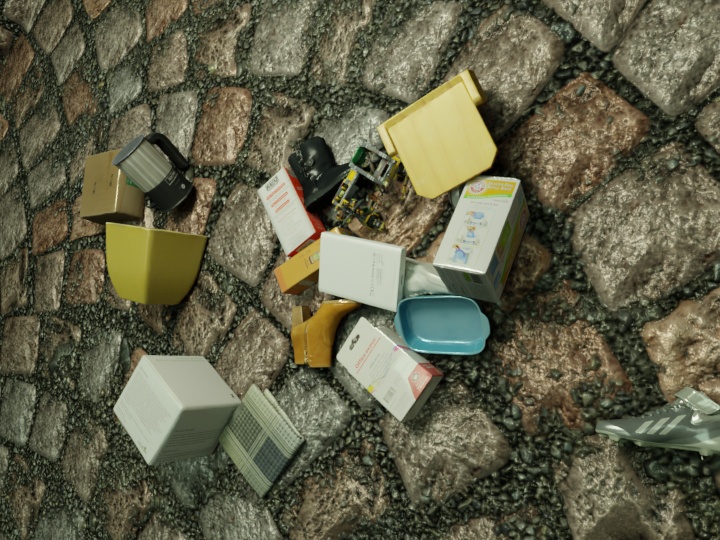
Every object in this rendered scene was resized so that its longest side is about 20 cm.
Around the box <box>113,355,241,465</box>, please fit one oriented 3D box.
[{"bbox_3d":[-0.445,0.333,1.368,0.200,0.199,0.172,40,103,31],"label":"box"}]

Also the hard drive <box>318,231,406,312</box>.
[{"bbox_3d":[0.000,0.000,1.171,0.199,0.027,0.133,13,108,31],"label":"hard drive"}]

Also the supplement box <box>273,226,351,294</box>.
[{"bbox_3d":[-0.102,-0.019,1.290,0.199,0.069,0.067,-33,67,26],"label":"supplement box"}]

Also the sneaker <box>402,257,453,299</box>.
[{"bbox_3d":[0.123,0.030,1.146,0.199,0.075,0.089,19,106,38],"label":"sneaker"}]

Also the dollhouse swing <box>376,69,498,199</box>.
[{"bbox_3d":[0.167,-0.260,1.096,0.199,0.182,0.176,-28,98,23],"label":"dollhouse swing"}]

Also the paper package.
[{"bbox_3d":[-0.755,-0.252,1.718,0.189,0.103,0.202,-2,80,30],"label":"paper package"}]

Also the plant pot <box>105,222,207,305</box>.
[{"bbox_3d":[-0.560,-0.013,1.510,0.194,0.194,0.202,10,92,33],"label":"plant pot"}]

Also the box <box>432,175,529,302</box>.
[{"bbox_3d":[0.226,-0.060,1.025,0.101,0.113,0.201,12,67,32],"label":"box"}]

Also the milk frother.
[{"bbox_3d":[-0.601,-0.266,1.570,0.199,0.188,0.181,-26,36,21],"label":"milk frother"}]

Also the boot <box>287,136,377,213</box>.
[{"bbox_3d":[-0.071,-0.249,1.299,0.199,0.076,0.169,-29,65,21],"label":"boot"}]

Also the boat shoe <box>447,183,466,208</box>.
[{"bbox_3d":[0.176,-0.220,1.140,0.086,0.074,0.204,-5,77,30],"label":"boat shoe"}]

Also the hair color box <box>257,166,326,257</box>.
[{"bbox_3d":[-0.165,-0.138,1.350,0.101,0.061,0.201,-36,66,22],"label":"hair color box"}]

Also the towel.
[{"bbox_3d":[-0.238,0.400,1.332,0.200,0.034,0.193,42,108,28],"label":"towel"}]

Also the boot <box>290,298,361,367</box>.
[{"bbox_3d":[-0.072,0.141,1.250,0.200,0.071,0.145,-12,82,32],"label":"boot"}]

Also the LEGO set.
[{"bbox_3d":[0.038,-0.166,1.172,0.201,0.153,0.116,-54,42,5],"label":"LEGO set"}]

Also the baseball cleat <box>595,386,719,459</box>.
[{"bbox_3d":[0.481,0.235,0.886,0.199,0.070,0.107,3,77,23],"label":"baseball cleat"}]

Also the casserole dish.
[{"bbox_3d":[0.162,0.101,1.097,0.199,0.039,0.122,-3,109,33],"label":"casserole dish"}]

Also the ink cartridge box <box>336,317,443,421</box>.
[{"bbox_3d":[0.056,0.198,1.152,0.200,0.067,0.117,39,103,29],"label":"ink cartridge box"}]
